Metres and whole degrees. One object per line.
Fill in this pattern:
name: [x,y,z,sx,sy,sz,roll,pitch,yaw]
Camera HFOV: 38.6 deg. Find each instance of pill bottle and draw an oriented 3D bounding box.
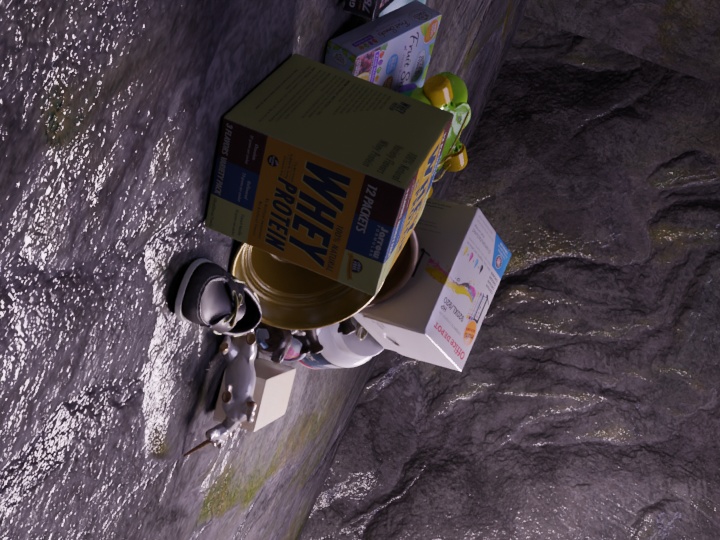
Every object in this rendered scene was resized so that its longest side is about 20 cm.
pill bottle: [-0.034,0.096,1.649,0.199,0.119,0.121,-15,-132,64]

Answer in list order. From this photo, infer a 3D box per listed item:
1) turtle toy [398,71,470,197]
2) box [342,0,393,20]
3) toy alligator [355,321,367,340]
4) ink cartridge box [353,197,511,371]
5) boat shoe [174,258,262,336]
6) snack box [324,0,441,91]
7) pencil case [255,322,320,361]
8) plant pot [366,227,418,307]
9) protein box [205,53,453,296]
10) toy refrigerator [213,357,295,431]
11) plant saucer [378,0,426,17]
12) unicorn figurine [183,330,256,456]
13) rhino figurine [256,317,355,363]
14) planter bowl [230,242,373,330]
turtle toy: [0.085,-0.200,1.411,0.200,0.101,0.147,-41,133,-26]
box: [0.046,-0.442,1.309,0.200,0.049,0.200,-57,167,-57]
toy alligator: [0.000,0.000,1.545,0.059,0.054,0.203,12,90,-56]
ink cartridge box: [0.101,0.017,1.503,0.147,0.143,0.202,45,65,-50]
boat shoe: [-0.155,0.034,1.151,0.201,0.060,0.073,47,65,-81]
snack box: [0.023,-0.269,1.397,0.199,0.053,0.143,-36,152,-43]
pencil case: [-0.085,0.040,1.558,0.084,0.090,0.201,71,35,-44]
plant pot: [-0.019,-0.076,1.430,0.176,0.197,0.202,-86,-171,-52]
protein box: [-0.030,-0.109,1.114,0.199,0.198,0.136,-57,166,-54]
toy refrigerator: [-0.155,0.178,1.511,0.200,0.069,0.077,0,104,-82]
plant saucer: [0.069,-0.402,1.601,0.201,0.038,0.203,23,89,-82]
unicorn figurine: [-0.164,0.152,1.335,0.137,0.073,0.202,123,-15,-75]
rhino figurine: [-0.081,0.073,1.444,0.199,0.059,0.088,-28,100,-48]
planter bowl: [-0.069,-0.025,1.299,0.084,0.198,0.202,-104,-158,-47]
